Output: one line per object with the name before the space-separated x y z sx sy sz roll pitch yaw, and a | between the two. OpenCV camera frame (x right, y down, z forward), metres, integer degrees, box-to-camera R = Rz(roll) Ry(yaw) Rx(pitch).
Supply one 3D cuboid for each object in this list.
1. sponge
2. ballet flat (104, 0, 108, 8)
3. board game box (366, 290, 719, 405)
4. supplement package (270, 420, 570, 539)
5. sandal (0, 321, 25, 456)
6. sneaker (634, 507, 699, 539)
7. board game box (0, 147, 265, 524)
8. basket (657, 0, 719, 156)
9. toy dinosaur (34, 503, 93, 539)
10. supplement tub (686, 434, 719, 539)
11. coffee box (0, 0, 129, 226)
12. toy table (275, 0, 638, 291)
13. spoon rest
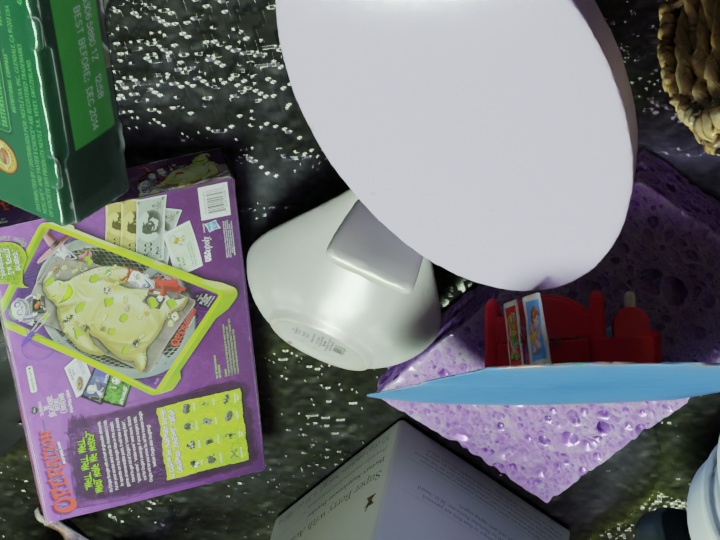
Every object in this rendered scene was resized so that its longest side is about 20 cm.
sponge | 0.110 0.032 1.112 0.112 0.030 0.200 35 130 -17
ballet flat | -0.138 -0.129 1.003 0.069 0.069 0.200 15 133 1
board game box | 0.099 0.033 1.024 0.158 0.039 0.200 2 172 -22
supplement package | 0.015 0.202 1.175 0.120 0.200 0.121 34 130 -18
sandal | -0.175 0.055 1.195 0.076 0.043 0.200 32 131 -15
sneaker | 0.214 0.151 1.142 0.114 0.076 0.199 -26 143 24
board game box | -0.114 0.036 1.140 0.120 0.032 0.200 -15 133 -14
basket | 0.207 -0.083 0.859 0.149 0.200 0.143 35 123 -18
toy dinosaur | -0.201 0.222 1.279 0.105 0.200 0.182 36 87 -31
supplement tub | 0.251 0.076 1.037 0.145 0.145 0.200 27 133 -11
coffee box | -0.188 -0.106 0.983 0.200 0.044 0.123 21 131 34
toy table | 0.046 -0.104 0.944 0.184 0.117 0.200 -3 130 18
spoon rest | 0.000 0.000 1.061 0.099 0.061 0.200 26 165 -3
